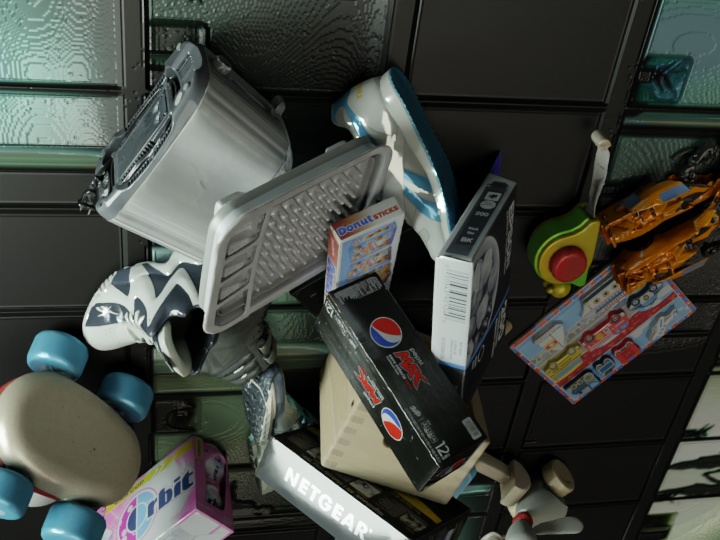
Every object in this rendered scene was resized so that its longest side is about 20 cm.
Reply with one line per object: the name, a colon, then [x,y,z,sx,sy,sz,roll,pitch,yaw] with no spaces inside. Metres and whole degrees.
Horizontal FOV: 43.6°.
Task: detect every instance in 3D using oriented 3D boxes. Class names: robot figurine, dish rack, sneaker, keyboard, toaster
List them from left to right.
sneaker: [-0.207,0.058,0.899,0.196,0.131,0.080,-22,129,16]
toaster: [-0.153,-0.094,0.822,0.128,0.114,0.200,30,112,-32]
sneaker: [-0.114,0.046,0.964,0.098,0.071,0.200,30,120,-32]
sneaker: [-0.091,0.176,1.069,0.085,0.078,0.203,-14,135,-18]
dish rack: [-0.067,-0.039,0.819,0.198,0.044,0.173,-30,156,-31]
keyboard: [0.012,-0.025,0.971,0.197,0.040,0.104,-29,150,6]
sneaker: [0.042,-0.093,0.885,0.079,0.077,0.203,-19,110,20]
robot figurine: [0.367,-0.058,1.004,0.197,0.059,0.146,-26,121,6]

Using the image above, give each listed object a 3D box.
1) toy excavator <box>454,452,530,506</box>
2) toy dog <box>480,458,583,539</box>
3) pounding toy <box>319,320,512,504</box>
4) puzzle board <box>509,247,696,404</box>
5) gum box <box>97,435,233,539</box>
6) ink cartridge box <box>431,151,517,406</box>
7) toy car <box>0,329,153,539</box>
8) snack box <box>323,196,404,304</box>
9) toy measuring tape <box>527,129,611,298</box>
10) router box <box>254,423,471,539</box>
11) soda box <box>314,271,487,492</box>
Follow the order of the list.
toy excavator: [0.116,0.246,1.149,0.194,0.199,0.101,41,118,13]
toy dog: [0.241,0.343,1.193,0.096,0.200,0.132,46,135,4]
pounding toy: [0.070,0.133,1.013,0.197,0.185,0.144,20,120,-16]
puzzle board: [0.301,0.072,1.113,0.199,0.018,0.150,-42,124,16]
gum box: [-0.239,0.302,1.087,0.199,0.114,0.066,-39,125,16]
ink cartridge box: [0.124,0.013,0.922,0.043,0.201,0.201,13,130,19]
toy car: [-0.355,0.196,0.979,0.198,0.187,0.176,-20,134,39]
snack box: [0.000,0.000,0.917,0.071,0.025,0.201,-24,156,-16]
toy measuring tape: [0.220,-0.053,0.971,0.072,0.074,0.203,-5,126,-9]
router box: [0.005,0.245,0.996,0.156,0.198,0.053,4,114,-60]
soda box: [0.035,0.106,0.880,0.062,0.202,0.071,-22,157,-28]
